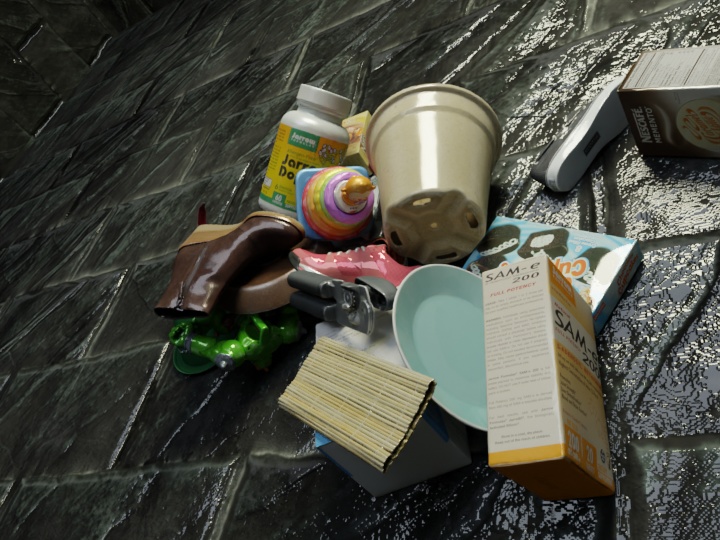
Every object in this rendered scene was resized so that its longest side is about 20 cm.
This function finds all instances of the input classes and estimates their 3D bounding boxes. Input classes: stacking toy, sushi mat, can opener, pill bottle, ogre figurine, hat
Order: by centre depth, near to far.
[{"bbox_3d":[-0.011,0.127,0.673,0.200,0.012,0.096,12,66,54],"label":"sushi mat"},{"bbox_3d":[-0.022,0.031,0.778,0.067,0.054,0.200,-11,11,-26],"label":"can opener"},{"bbox_3d":[-0.019,-0.099,0.904,0.115,0.110,0.200,-5,0,-14],"label":"stacking toy"},{"bbox_3d":[-0.171,0.087,0.993,0.120,0.199,0.099,40,122,41],"label":"ogre figurine"},{"bbox_3d":[-0.081,-0.180,1.039,0.113,0.112,0.201,33,109,52],"label":"pill bottle"},{"bbox_3d":[-0.290,0.040,1.086,0.165,0.176,0.201,-16,43,27],"label":"hat"}]

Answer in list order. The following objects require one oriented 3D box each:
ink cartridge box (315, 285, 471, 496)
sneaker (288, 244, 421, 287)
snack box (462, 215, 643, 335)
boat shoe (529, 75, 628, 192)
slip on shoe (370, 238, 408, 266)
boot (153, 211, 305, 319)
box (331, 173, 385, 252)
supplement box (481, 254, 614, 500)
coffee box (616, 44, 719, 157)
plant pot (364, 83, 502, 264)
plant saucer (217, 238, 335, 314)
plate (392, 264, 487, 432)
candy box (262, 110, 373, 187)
[{"bbox_3d":[0.032,0.127,0.765,0.125,0.129,0.201,-25,40,19],"label":"ink cartridge box"},{"bbox_3d":[0.000,0.000,0.883,0.199,0.074,0.087,23,84,19],"label":"sneaker"},{"bbox_3d":[0.224,0.000,0.812,0.200,0.037,0.116,17,64,47],"label":"snack box"},{"bbox_3d":[0.309,-0.194,0.922,0.200,0.070,0.066,-53,40,-6],"label":"boat shoe"},{"bbox_3d":[-0.001,0.038,0.943,0.074,0.061,0.200,11,61,44],"label":"slip on shoe"},{"bbox_3d":[-0.184,0.000,0.945,0.199,0.072,0.167,-4,49,22],"label":"boot"},{"bbox_3d":[-0.025,-0.078,1.091,0.199,0.050,0.158,-11,45,32],"label":"box"},{"bbox_3d":[0.180,0.104,0.641,0.073,0.126,0.201,-19,52,32],"label":"supplement box"},{"bbox_3d":[0.427,-0.198,0.783,0.200,0.114,0.080,13,61,48],"label":"coffee box"},{"bbox_3d":[0.100,-0.118,0.904,0.200,0.201,0.184,-19,42,24],"label":"plant pot"},{"bbox_3d":[-0.137,-0.012,1.006,0.199,0.035,0.201,-15,34,10],"label":"plant saucer"},{"bbox_3d":[0.114,0.083,0.714,0.026,0.199,0.201,-49,23,44],"label":"plate"},{"bbox_3d":[-0.068,-0.194,1.158,0.199,0.055,0.116,-15,43,28],"label":"candy box"}]
